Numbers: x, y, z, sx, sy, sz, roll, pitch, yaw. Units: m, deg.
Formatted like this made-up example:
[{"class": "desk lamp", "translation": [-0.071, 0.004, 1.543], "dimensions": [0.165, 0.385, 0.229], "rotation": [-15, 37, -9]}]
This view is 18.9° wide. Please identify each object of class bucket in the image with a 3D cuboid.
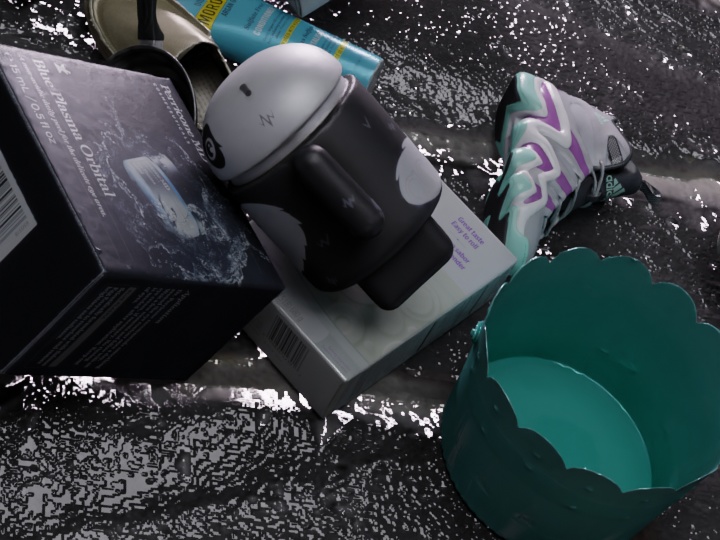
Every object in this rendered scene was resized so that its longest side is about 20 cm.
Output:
[{"class": "bucket", "translation": [0.162, 0.101, 1.574], "dimensions": [0.205, 0.135, 0.209], "rotation": [11, 54, -16]}]

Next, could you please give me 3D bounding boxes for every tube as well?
[{"class": "tube", "translation": [-0.080, -0.189, 1.743], "dimensions": [0.199, 0.051, 0.078], "rotation": [25, 45, 4]}]

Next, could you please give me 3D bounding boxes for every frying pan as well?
[{"class": "frying pan", "translation": [-0.172, -0.146, 1.626], "dimensions": [0.031, 0.114, 0.192], "rotation": [11, 63, -56]}]

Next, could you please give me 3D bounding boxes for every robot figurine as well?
[{"class": "robot figurine", "translation": [-0.024, -0.065, 1.532], "dimensions": [0.200, 0.150, 0.125], "rotation": [48, 52, -16]}]

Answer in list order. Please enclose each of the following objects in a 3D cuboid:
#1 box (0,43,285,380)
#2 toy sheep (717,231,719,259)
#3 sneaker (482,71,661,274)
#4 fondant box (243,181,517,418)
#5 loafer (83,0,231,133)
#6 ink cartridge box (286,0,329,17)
[{"class": "box", "translation": [-0.187, -0.037, 1.493], "dimensions": [0.199, 0.117, 0.198], "rotation": [6, 48, -56]}, {"class": "toy sheep", "translation": [0.356, -0.009, 1.741], "dimensions": [0.137, 0.139, 0.201], "rotation": [-9, 45, -27]}, {"class": "sneaker", "translation": [0.176, -0.066, 1.736], "dimensions": [0.139, 0.078, 0.201], "rotation": [17, 52, -9]}, {"class": "fondant box", "translation": [0.000, 0.000, 1.630], "dimensions": [0.144, 0.058, 0.199], "rotation": [46, 51, 14]}, {"class": "loafer", "translation": [-0.140, -0.162, 1.669], "dimensions": [0.075, 0.068, 0.200], "rotation": [-38, 76, -18]}, {"class": "ink cartridge box", "translation": [-0.031, -0.324, 1.793], "dimensions": [0.173, 0.044, 0.200], "rotation": [-31, 58, -11]}]
